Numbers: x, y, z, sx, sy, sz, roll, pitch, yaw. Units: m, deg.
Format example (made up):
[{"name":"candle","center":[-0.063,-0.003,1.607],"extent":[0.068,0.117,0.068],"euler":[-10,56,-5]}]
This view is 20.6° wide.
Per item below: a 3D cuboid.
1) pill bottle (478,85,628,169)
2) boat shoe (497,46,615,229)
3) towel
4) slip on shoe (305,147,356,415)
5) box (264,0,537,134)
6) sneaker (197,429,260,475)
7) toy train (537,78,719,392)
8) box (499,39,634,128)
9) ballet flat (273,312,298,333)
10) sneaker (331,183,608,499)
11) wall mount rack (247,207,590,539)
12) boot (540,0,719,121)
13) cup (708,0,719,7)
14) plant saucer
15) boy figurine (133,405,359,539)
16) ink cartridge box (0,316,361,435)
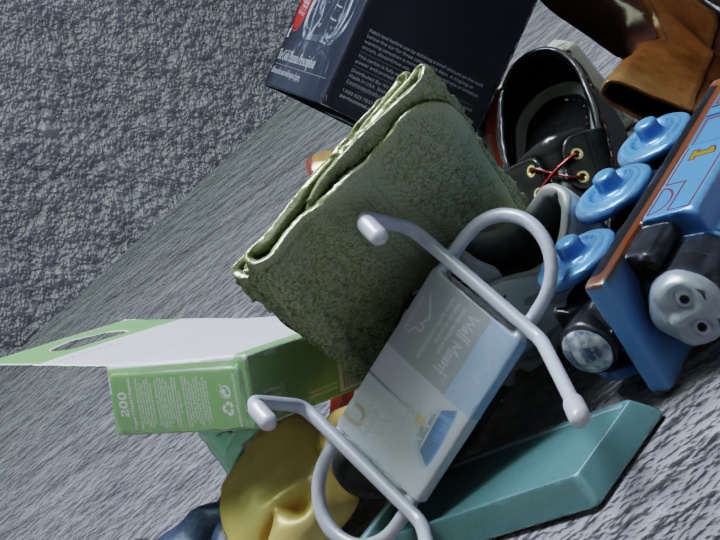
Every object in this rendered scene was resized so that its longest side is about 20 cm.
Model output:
[{"name":"pill bottle","center":[0.081,-0.052,1.354],"extent":[0.200,0.112,0.111],"euler":[-29,15,48]},{"name":"boat shoe","center":[0.117,-0.051,1.169],"extent":[0.073,0.063,0.202],"euler":[-21,42,18]},{"name":"towel","center":[0.020,-0.013,1.053],"extent":[0.148,0.036,0.200],"euler":[-47,-30,-1]},{"name":"slip on shoe","center":[-0.011,0.015,1.262],"extent":[0.061,0.201,0.074],"euler":[3,18,2]},{"name":"box","center":[0.034,-0.176,1.291],"extent":[0.183,0.104,0.200],"euler":[-65,15,2]},{"name":"sneaker","center":[-0.074,0.098,1.261],"extent":[0.074,0.118,0.200],"euler":[-40,11,-12]},{"name":"toy train","center":[0.171,-0.024,1.006],"extent":[0.114,0.087,0.200],"euler":[-18,25,44]},{"name":"box","center":[0.102,-0.081,1.492],"extent":[0.200,0.082,0.068],"euler":[-42,12,-1]},{"name":"ballet flat","center":[0.000,0.000,1.132],"extent":[0.200,0.046,0.068],"euler":[0,-53,-58]},{"name":"sneaker","center":[0.050,0.031,1.049],"extent":[0.200,0.089,0.074],"euler":[-45,44,-10]},{"name":"wall mount rack","center":[0.035,0.070,0.961],"extent":[0.074,0.174,0.201],"euler":[10,-64,-53]},{"name":"boot","center":[0.166,-0.133,1.228],"extent":[0.069,0.188,0.200],"euler":[-53,2,29]},{"name":"cup","center":[0.280,-0.221,1.230],"extent":[0.144,0.199,0.200],"euler":[-65,10,4]},{"name":"plant saucer","center":[0.066,0.110,0.997],"extent":[0.200,0.019,0.070],"euler":[-29,15,51]},{"name":"boy figurine","center":[-0.043,0.131,1.140],"extent":[0.200,0.064,0.125],"euler":[-37,33,10]},{"name":"ink cartridge box","center":[-0.104,0.059,1.179],"extent":[0.199,0.048,0.145],"euler":[-6,7,33]}]
